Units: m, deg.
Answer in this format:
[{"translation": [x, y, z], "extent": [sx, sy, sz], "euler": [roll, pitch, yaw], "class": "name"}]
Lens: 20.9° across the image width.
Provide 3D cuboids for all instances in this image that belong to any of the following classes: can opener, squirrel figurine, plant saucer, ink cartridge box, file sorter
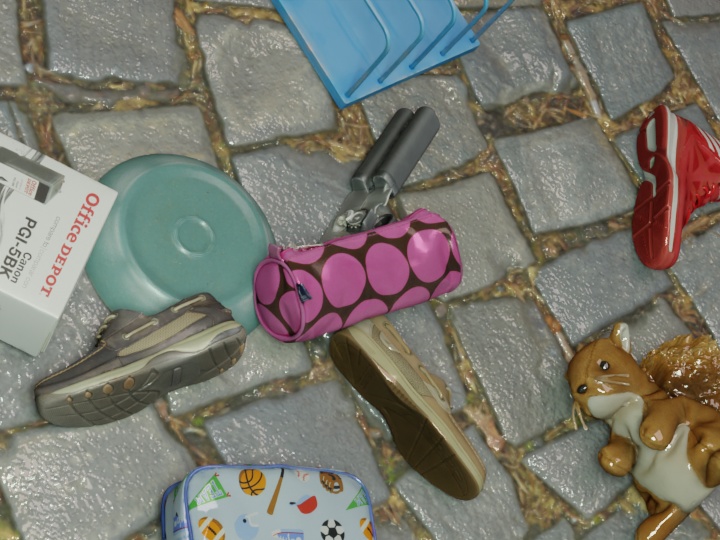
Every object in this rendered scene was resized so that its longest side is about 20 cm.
[{"translation": [0.025, -0.077, 1.923], "extent": [0.200, 0.053, 0.067], "euler": [-57, 131, -36], "class": "can opener"}, {"translation": [0.290, 0.139, 1.920], "extent": [0.187, 0.142, 0.200], "euler": [45, 38, 11], "class": "squirrel figurine"}, {"translation": [-0.159, -0.025, 1.794], "extent": [0.199, 0.036, 0.201], "euler": [13, 60, -23], "class": "plant saucer"}, {"translation": [-0.328, -0.040, 1.668], "extent": [0.199, 0.083, 0.147], "euler": [26, 56, -9], "class": "ink cartridge box"}, {"translation": [0.041, -0.280, 1.979], "extent": [0.200, 0.123, 0.139], "euler": [-27, 81, -36], "class": "file sorter"}]

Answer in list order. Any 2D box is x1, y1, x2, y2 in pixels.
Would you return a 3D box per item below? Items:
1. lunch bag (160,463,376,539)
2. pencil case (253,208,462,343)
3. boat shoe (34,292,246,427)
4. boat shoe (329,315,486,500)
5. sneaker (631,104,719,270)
[{"translation": [-0.079, 0.249, 1.668], "extent": [0.199, 0.076, 0.161], "euler": [4, 66, -28], "class": "lunch bag"}, {"translation": [0.000, 0.000, 1.805], "extent": [0.199, 0.091, 0.094], "euler": [-17, 101, -36], "class": "pencil case"}, {"translation": [-0.198, 0.076, 1.702], "extent": [0.199, 0.075, 0.073], "euler": [-19, 60, -28], "class": "boat shoe"}, {"translation": [0.057, 0.122, 1.815], "extent": [0.064, 0.071, 0.200], "euler": [-34, 83, -37], "class": "boat shoe"}, {"translation": [0.358, -0.079, 2.081], "extent": [0.115, 0.078, 0.201], "euler": [18, 60, -18], "class": "sneaker"}]
